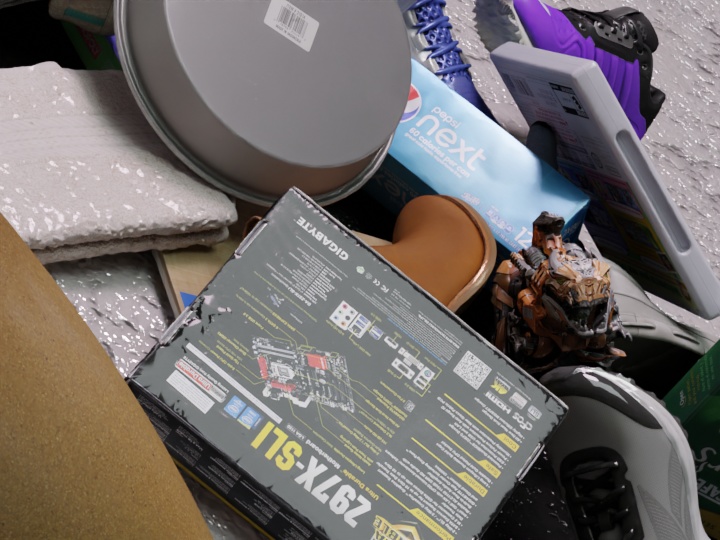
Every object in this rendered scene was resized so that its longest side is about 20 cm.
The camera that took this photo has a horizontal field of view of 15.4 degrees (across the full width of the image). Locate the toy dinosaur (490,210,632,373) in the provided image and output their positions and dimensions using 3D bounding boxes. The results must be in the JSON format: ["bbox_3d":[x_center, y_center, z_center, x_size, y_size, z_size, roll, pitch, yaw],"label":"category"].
[{"bbox_3d":[0.117,0.032,1.566,0.200,0.102,0.136,-20,103,-80],"label":"toy dinosaur"}]

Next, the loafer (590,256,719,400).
[{"bbox_3d":[0.193,0.065,1.685,0.200,0.070,0.070,33,31,-36],"label":"loafer"}]

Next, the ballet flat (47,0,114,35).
[{"bbox_3d":[-0.178,-0.223,1.647,0.062,0.068,0.200,7,40,-21],"label":"ballet flat"}]

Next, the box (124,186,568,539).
[{"bbox_3d":[-0.009,0.074,1.413,0.200,0.049,0.160,38,58,0],"label":"box"}]

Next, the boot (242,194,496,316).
[{"bbox_3d":[0.000,0.000,1.544,0.154,0.074,0.200,21,31,-21],"label":"boot"}]

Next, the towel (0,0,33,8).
[{"bbox_3d":[-0.217,-0.235,1.602,0.192,0.035,0.200,-18,53,-16],"label":"towel"}]

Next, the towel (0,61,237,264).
[{"bbox_3d":[-0.170,-0.060,1.487,0.200,0.035,0.133,-9,51,-46],"label":"towel"}]

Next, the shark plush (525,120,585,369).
[{"bbox_3d":[0.095,-0.002,1.732,0.083,0.091,0.200,-8,72,-29],"label":"shark plush"}]

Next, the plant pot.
[{"bbox_3d":[-0.159,0.098,1.167,0.200,0.186,0.187,43,26,-18],"label":"plant pot"}]

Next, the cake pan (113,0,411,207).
[{"bbox_3d":[-0.050,-0.135,1.558,0.200,0.037,0.201,15,63,-31],"label":"cake pan"}]

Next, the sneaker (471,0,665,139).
[{"bbox_3d":[0.156,-0.158,1.874,0.070,0.100,0.200,42,-5,44],"label":"sneaker"}]

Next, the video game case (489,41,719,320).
[{"bbox_3d":[0.160,-0.062,1.727,0.182,0.022,0.200,59,-7,-13],"label":"video game case"}]

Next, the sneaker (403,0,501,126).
[{"bbox_3d":[0.031,-0.178,1.819,0.199,0.115,0.080,50,32,21],"label":"sneaker"}]

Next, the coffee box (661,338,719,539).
[{"bbox_3d":[0.261,0.085,1.613,0.123,0.200,0.044,28,33,-20],"label":"coffee box"}]

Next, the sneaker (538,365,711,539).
[{"bbox_3d":[0.152,0.143,1.478,0.079,0.074,0.200,-42,110,-51],"label":"sneaker"}]

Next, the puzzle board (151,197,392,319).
[{"bbox_3d":[-0.037,0.019,1.562,0.200,0.017,0.151,15,37,-34],"label":"puzzle board"}]

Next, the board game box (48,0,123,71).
[{"bbox_3d":[-0.121,-0.138,1.680,0.134,0.029,0.200,8,41,-44],"label":"board game box"}]

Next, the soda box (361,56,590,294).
[{"bbox_3d":[0.047,-0.070,1.686,0.200,0.064,0.068,40,65,15],"label":"soda box"}]

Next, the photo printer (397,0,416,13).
[{"bbox_3d":[-0.008,-0.238,1.765,0.069,0.200,0.167,36,18,-51],"label":"photo printer"}]
